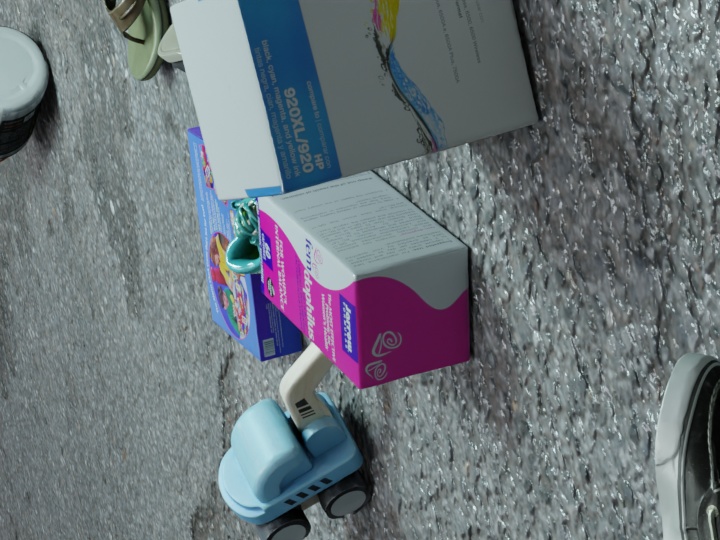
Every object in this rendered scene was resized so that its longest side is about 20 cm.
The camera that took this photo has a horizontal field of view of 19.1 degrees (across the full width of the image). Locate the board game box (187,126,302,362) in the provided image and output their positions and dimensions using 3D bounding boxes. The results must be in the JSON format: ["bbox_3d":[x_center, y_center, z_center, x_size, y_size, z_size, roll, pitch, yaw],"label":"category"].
[{"bbox_3d":[-0.111,-0.030,2.048,0.134,0.044,0.201,-146,46,-61],"label":"board game box"}]

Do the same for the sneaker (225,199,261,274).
[{"bbox_3d":[-0.072,-0.051,1.886,0.200,0.079,0.078,112,139,-56],"label":"sneaker"}]

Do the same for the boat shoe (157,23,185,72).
[{"bbox_3d":[-0.120,-0.199,1.976,0.063,0.073,0.200,38,170,-28],"label":"boat shoe"}]

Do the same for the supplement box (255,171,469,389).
[{"bbox_3d":[0.000,0.000,1.705,0.200,0.103,0.102,39,138,55],"label":"supplement box"}]

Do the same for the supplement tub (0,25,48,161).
[{"bbox_3d":[-0.471,-0.219,2.746,0.200,0.122,0.123,126,127,-64],"label":"supplement tub"}]

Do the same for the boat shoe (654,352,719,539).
[{"bbox_3d":[0.221,0.150,1.295,0.063,0.071,0.202,2,98,35],"label":"boat shoe"}]

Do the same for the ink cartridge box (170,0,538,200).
[{"bbox_3d":[-0.004,-0.143,1.486,0.147,0.199,0.146,-1,104,68],"label":"ink cartridge box"}]

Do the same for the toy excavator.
[{"bbox_3d":[-0.053,0.138,1.906,0.100,0.194,0.200,60,-178,35],"label":"toy excavator"}]

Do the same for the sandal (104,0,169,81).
[{"bbox_3d":[-0.235,-0.289,2.183,0.080,0.057,0.202,-130,33,-49],"label":"sandal"}]
